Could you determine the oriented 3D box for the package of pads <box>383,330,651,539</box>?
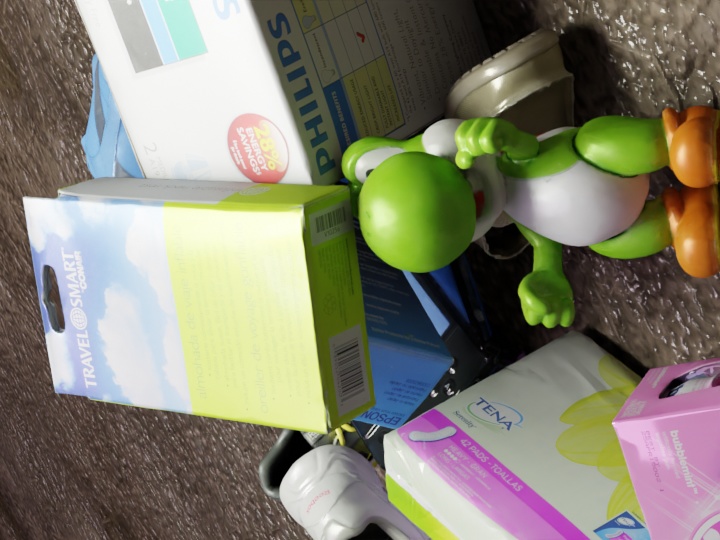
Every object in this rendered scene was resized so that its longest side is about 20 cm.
[{"bbox_3d":[0.128,0.127,1.189,0.200,0.154,0.069,39,147,44],"label":"package of pads"}]

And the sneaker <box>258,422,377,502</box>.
[{"bbox_3d":[0.004,0.096,1.430,0.074,0.084,0.200,43,115,17],"label":"sneaker"}]

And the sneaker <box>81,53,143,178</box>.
[{"bbox_3d":[-0.133,-0.054,1.290,0.078,0.066,0.201,-18,74,42],"label":"sneaker"}]

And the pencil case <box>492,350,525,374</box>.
[{"bbox_3d":[0.099,0.156,1.389,0.085,0.084,0.201,-10,111,31],"label":"pencil case"}]

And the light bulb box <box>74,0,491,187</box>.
[{"bbox_3d":[-0.047,-0.156,1.165,0.124,0.200,0.199,-11,105,39],"label":"light bulb box"}]

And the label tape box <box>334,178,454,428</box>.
[{"bbox_3d":[-0.049,-0.005,1.244,0.066,0.143,0.200,-53,46,23],"label":"label tape box"}]

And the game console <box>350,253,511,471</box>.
[{"bbox_3d":[0.000,0.000,1.341,0.118,0.171,0.200,26,-161,-40],"label":"game console"}]

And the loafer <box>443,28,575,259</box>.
[{"bbox_3d":[0.090,-0.068,1.176,0.068,0.075,0.200,55,166,16],"label":"loafer"}]

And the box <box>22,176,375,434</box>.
[{"bbox_3d":[-0.088,0.015,1.110,0.199,0.048,0.123,5,108,37],"label":"box"}]

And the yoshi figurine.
[{"bbox_3d":[0.083,-0.033,1.049,0.112,0.199,0.113,42,-130,-73],"label":"yoshi figurine"}]

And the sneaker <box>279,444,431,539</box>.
[{"bbox_3d":[0.029,0.202,1.412,0.200,0.078,0.100,31,-160,-34],"label":"sneaker"}]

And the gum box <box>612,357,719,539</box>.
[{"bbox_3d":[0.214,0.134,1.050,0.113,0.066,0.201,-12,107,30],"label":"gum box"}]
